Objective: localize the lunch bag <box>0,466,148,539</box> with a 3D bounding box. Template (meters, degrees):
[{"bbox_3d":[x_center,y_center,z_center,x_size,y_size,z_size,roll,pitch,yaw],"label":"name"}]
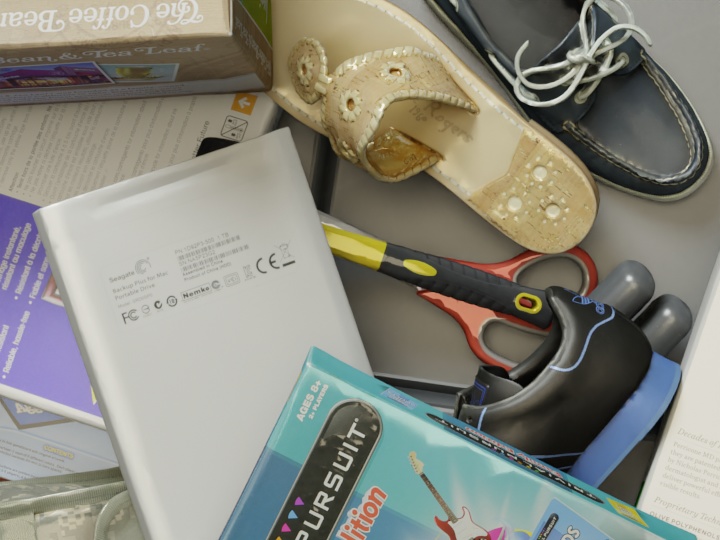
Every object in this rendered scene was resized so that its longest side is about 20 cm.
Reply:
[{"bbox_3d":[-0.129,0.183,1.081,0.199,0.118,0.165,-9,92,4],"label":"lunch bag"}]

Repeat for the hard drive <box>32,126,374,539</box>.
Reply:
[{"bbox_3d":[-0.063,0.046,1.040,0.131,0.026,0.201,-19,92,-20],"label":"hard drive"}]

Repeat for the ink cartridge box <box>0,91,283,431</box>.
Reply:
[{"bbox_3d":[-0.165,-0.030,1.130,0.199,0.043,0.199,19,79,4],"label":"ink cartridge box"}]

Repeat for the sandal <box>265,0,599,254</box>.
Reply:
[{"bbox_3d":[0.025,-0.076,1.076,0.211,0.070,0.078,33,106,3],"label":"sandal"}]

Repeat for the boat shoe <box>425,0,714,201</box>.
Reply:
[{"bbox_3d":[0.104,-0.116,1.113,0.075,0.062,0.200,-40,82,-1],"label":"boat shoe"}]

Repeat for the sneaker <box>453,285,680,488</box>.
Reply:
[{"bbox_3d":[0.064,0.100,1.035,0.078,0.070,0.200,37,91,-7],"label":"sneaker"}]

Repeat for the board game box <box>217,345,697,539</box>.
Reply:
[{"bbox_3d":[0.033,0.148,0.983,0.199,0.047,0.151,26,97,-2],"label":"board game box"}]

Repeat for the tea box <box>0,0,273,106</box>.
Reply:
[{"bbox_3d":[-0.151,-0.187,1.047,0.199,0.134,0.198,-2,83,6],"label":"tea box"}]

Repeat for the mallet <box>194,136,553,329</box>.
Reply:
[{"bbox_3d":[0.000,0.000,1.092,0.199,0.041,0.066,25,84,-5],"label":"mallet"}]

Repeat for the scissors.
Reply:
[{"bbox_3d":[0.029,0.007,1.115,0.199,0.014,0.074,12,95,-4],"label":"scissors"}]

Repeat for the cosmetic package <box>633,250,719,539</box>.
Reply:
[{"bbox_3d":[0.193,0.075,1.063,0.084,0.108,0.201,18,85,8],"label":"cosmetic package"}]

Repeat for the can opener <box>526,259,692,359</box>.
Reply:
[{"bbox_3d":[0.086,0.084,1.088,0.053,0.067,0.200,41,102,-7],"label":"can opener"}]

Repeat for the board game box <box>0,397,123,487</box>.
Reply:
[{"bbox_3d":[-0.204,0.053,1.154,0.199,0.019,0.103,18,88,7],"label":"board game box"}]
